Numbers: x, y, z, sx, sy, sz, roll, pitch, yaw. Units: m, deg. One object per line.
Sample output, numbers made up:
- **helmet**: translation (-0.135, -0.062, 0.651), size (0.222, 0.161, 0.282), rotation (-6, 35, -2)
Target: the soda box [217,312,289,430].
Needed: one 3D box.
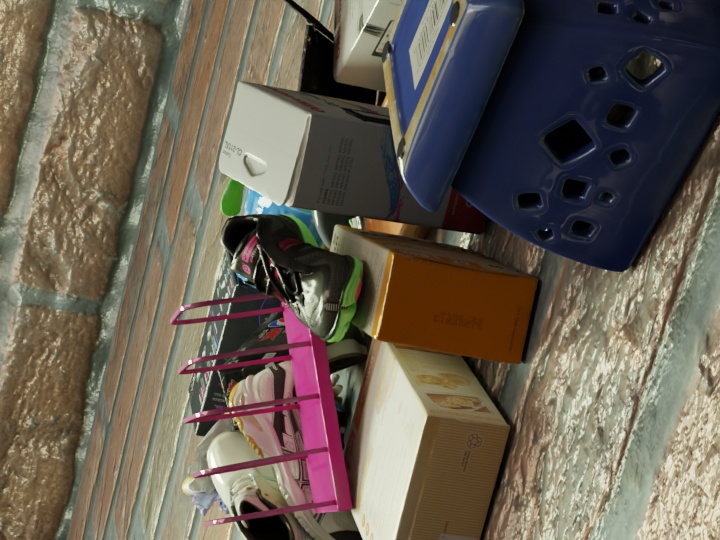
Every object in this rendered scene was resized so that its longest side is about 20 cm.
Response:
- **soda box**: translation (-0.081, 0.097, 1.783), size (0.200, 0.063, 0.071), rotation (-48, -55, -68)

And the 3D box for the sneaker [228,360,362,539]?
- **sneaker**: translation (-0.040, 0.178, 1.640), size (0.087, 0.201, 0.076), rotation (-33, 7, 9)

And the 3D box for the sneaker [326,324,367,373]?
- **sneaker**: translation (-0.033, 0.054, 1.703), size (0.200, 0.067, 0.090), rotation (74, 174, -84)

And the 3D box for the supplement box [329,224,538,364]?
- **supplement box**: translation (0.052, 0.016, 1.423), size (0.200, 0.125, 0.074), rotation (-152, 73, -73)

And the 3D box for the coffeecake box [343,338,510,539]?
- **coffeecake box**: translation (0.048, 0.155, 1.440), size (0.200, 0.073, 0.155), rotation (-121, 42, -68)

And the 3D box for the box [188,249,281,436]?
- **box**: translation (-0.117, 0.090, 1.991), size (0.106, 0.121, 0.201), rotation (-111, 35, -62)

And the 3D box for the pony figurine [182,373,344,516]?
- **pony figurine**: translation (-0.108, 0.203, 1.841), size (0.200, 0.166, 0.194), rotation (-26, 27, 51)

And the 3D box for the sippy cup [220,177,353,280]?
- **sippy cup**: translation (-0.075, -0.043, 1.885), size (0.178, 0.139, 0.131), rotation (-122, 48, -65)

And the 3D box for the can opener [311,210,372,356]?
- **can opener**: translation (0.000, 0.000, 1.629), size (0.053, 0.066, 0.201), rotation (-140, 35, -74)

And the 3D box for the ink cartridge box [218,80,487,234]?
- **ink cartridge box**: translation (-0.001, -0.098, 1.492), size (0.146, 0.199, 0.083), rotation (30, 109, 55)

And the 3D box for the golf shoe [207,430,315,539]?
- **golf shoe**: translation (-0.097, 0.221, 1.666), size (0.078, 0.097, 0.200), rotation (-40, 56, 0)

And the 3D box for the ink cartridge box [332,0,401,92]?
- **ink cartridge box**: translation (0.040, -0.296, 1.752), size (0.200, 0.084, 0.147), rotation (124, 152, -57)

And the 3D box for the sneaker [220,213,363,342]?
- **sneaker**: translation (-0.061, 0.004, 1.411), size (0.200, 0.083, 0.077), rotation (32, 109, 59)

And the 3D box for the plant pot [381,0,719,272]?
- **plant pot**: translation (0.122, -0.144, 1.174), size (0.201, 0.179, 0.201), rotation (-95, 22, -48)

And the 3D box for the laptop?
- **laptop**: translation (-0.061, -0.212, 1.866), size (0.177, 0.103, 0.202), rotation (26, -111, -62)

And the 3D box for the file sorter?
- **file sorter**: translation (-0.093, 0.124, 1.535), size (0.139, 0.124, 0.202), rotation (140, 121, -77)

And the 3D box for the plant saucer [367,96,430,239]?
- **plant saucer**: translation (0.045, -0.097, 1.693), size (0.200, 0.037, 0.202), rotation (-169, 90, -74)
